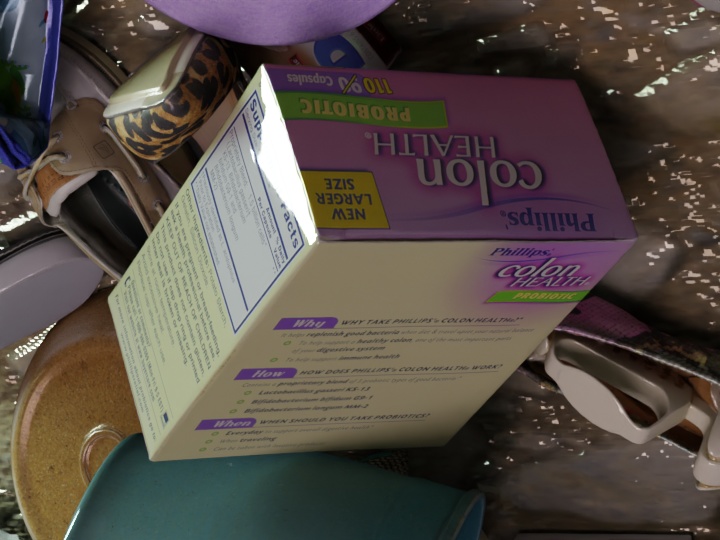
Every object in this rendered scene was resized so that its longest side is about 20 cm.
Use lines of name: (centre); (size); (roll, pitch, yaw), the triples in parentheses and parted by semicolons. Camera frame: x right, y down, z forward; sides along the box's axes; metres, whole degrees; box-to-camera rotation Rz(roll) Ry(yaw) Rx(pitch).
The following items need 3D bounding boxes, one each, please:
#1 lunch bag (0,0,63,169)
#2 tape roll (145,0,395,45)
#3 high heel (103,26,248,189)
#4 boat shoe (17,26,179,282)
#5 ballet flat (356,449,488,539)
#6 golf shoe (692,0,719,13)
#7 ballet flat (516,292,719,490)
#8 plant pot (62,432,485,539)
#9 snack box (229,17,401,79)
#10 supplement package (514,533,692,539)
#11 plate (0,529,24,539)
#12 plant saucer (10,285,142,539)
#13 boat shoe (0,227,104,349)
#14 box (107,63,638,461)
lunch bag: (-0.242, -0.158, 1.148); (0.169, 0.127, 0.201); (21, 134, 30)
tape roll: (-0.043, -0.208, 1.032); (0.199, 0.066, 0.201); (9, 120, 16)
high heel: (-0.059, -0.049, 1.112); (0.071, 0.200, 0.143); (-39, 98, 0)
boat shoe: (-0.148, -0.060, 1.211); (0.200, 0.068, 0.075); (41, 134, -1)
ballet flat: (0.050, 0.189, 1.291); (0.075, 0.068, 0.201); (-25, 107, 11)
golf shoe: (0.207, -0.115, 0.980); (0.091, 0.075, 0.200); (-32, 105, 37)
ballet flat: (0.161, 0.069, 1.136); (0.199, 0.071, 0.069); (24, 130, 11)
plant pot: (-0.057, 0.178, 1.157); (0.187, 0.200, 0.201); (19, 130, 10)
snack box: (-0.069, -0.165, 1.123); (0.072, 0.024, 0.200); (-32, 103, 38)
supplement package: (0.118, 0.264, 1.213); (0.110, 0.200, 0.156); (-2, 121, 30)
plate: (-0.168, 0.231, 1.390); (0.200, 0.032, 0.200); (45, 173, -12)
plant saucer: (-0.134, 0.109, 1.285); (0.199, 0.035, 0.201); (2, 94, 34)
boat shoe: (-0.228, 0.017, 1.316); (0.200, 0.068, 0.057); (-31, 66, 35)
box: (0.000, 0.000, 1.085); (0.200, 0.175, 0.097); (-51, 49, 47)
